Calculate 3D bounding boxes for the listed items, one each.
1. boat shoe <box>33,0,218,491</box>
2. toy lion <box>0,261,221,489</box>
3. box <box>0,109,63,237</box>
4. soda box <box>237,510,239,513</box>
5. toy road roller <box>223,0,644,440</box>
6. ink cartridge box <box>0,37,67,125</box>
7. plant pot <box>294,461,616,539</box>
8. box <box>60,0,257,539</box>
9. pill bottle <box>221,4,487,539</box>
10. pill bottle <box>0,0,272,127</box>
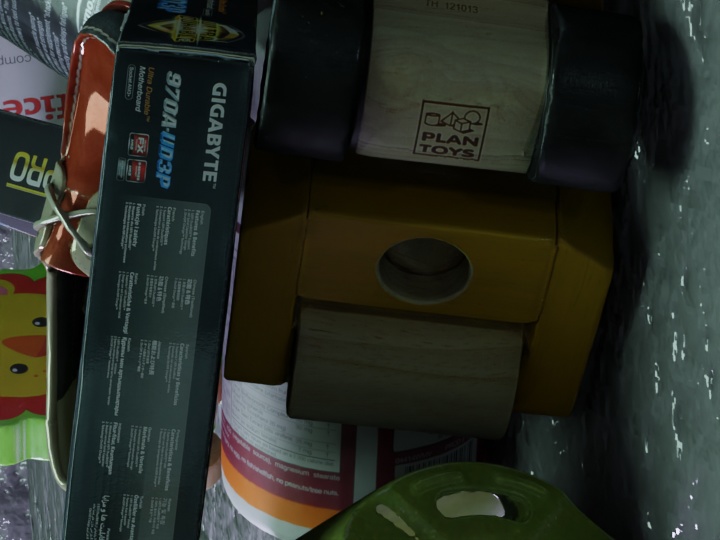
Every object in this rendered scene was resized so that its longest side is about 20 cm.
[{"bbox_3d":[-0.095,-0.006,0.982,0.071,0.062,0.201,33,133,42],"label":"boat shoe"},{"bbox_3d":[-0.149,0.039,1.358,0.200,0.190,0.069,-62,-21,-55],"label":"toy lion"},{"bbox_3d":[-0.094,-0.024,1.136,0.200,0.160,0.049,29,-104,-74],"label":"box"},{"bbox_3d":[-0.016,0.072,1.195,0.200,0.063,0.071,140,124,-75],"label":"soda box"},{"bbox_3d":[0.025,-0.052,0.869,0.201,0.122,0.147,100,175,-46],"label":"toy road roller"},{"bbox_3d":[-0.179,-0.162,1.194,0.086,0.145,0.201,-112,15,-66],"label":"ink cartridge box"},{"bbox_3d":[0.011,0.158,0.891,0.190,0.199,0.201,126,139,-53],"label":"plant pot"},{"bbox_3d":[-0.067,0.006,0.870,0.159,0.046,0.202,-95,12,-75],"label":"box"},{"bbox_3d":[0.000,0.000,0.996,0.110,0.109,0.201,-118,27,-60],"label":"pill bottle"},{"bbox_3d":[-0.101,-0.128,1.050,0.199,0.106,0.107,32,135,30],"label":"pill bottle"}]
